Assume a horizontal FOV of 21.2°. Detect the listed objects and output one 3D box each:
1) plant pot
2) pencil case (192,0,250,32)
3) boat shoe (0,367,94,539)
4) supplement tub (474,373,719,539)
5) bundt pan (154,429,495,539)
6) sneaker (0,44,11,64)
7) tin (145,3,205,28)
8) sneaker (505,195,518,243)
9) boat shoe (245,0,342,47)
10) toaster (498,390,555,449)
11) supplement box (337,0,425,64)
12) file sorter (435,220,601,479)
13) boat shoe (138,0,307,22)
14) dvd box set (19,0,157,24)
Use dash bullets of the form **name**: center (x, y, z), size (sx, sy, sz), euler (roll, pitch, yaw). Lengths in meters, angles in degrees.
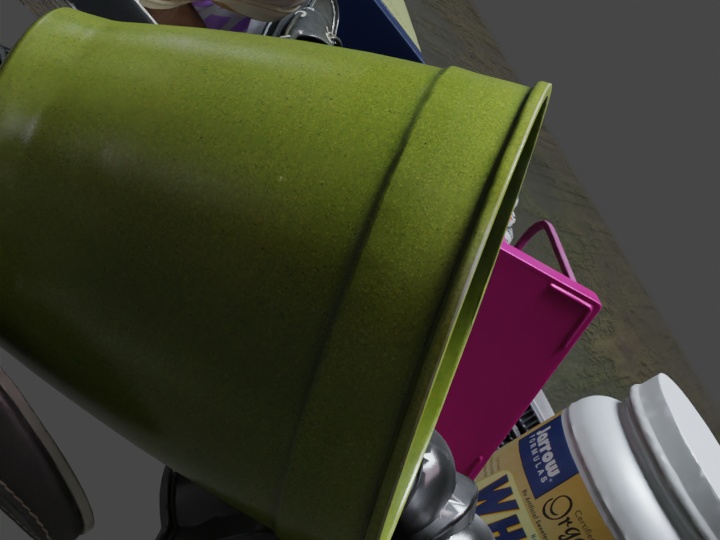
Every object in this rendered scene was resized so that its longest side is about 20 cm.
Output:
- **plant pot**: center (-0.051, -0.008, 0.735), size (0.192, 0.202, 0.200), euler (20, 13, 5)
- **pencil case**: center (-0.084, -0.173, 1.274), size (0.085, 0.084, 0.200), euler (18, -23, 22)
- **boat shoe**: center (-0.172, 0.029, 0.692), size (0.201, 0.057, 0.067), euler (58, -23, -16)
- **supplement tub**: center (0.119, 0.161, 1.095), size (0.145, 0.199, 0.145), euler (52, 14, -19)
- **bundt pan**: center (0.001, 0.139, 0.851), size (0.202, 0.075, 0.203), euler (36, 43, -44)
- **sneaker**: center (-0.139, -0.083, 0.895), size (0.200, 0.111, 0.073), euler (43, 27, -46)
- **tin**: center (-0.161, -0.191, 1.130), size (0.200, 0.042, 0.112), euler (51, -6, -26)
- **sneaker**: center (0.028, -0.047, 1.230), size (0.200, 0.109, 0.067), euler (-11, 22, -40)
- **boat shoe**: center (-0.041, -0.122, 1.178), size (0.200, 0.056, 0.069), euler (-63, 145, -54)
- **toaster**: center (0.066, 0.101, 1.236), size (0.201, 0.113, 0.129), euler (55, 11, -2)
- **supplement box**: center (-0.072, -0.232, 1.444), size (0.200, 0.134, 0.200), euler (49, 16, -33)
- **file sorter**: center (0.000, 0.000, 1.040), size (0.199, 0.139, 0.126), euler (28, 20, -19)
- **boat shoe**: center (-0.080, -0.187, 1.077), size (0.199, 0.069, 0.074), euler (-3, 74, -57)
- **dvd box set**: center (-0.144, -0.135, 1.022), size (0.147, 0.029, 0.200), euler (50, -7, -28)
